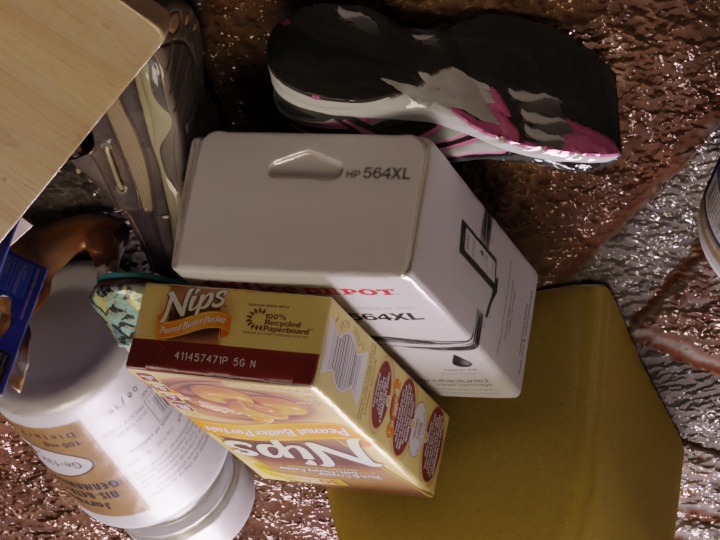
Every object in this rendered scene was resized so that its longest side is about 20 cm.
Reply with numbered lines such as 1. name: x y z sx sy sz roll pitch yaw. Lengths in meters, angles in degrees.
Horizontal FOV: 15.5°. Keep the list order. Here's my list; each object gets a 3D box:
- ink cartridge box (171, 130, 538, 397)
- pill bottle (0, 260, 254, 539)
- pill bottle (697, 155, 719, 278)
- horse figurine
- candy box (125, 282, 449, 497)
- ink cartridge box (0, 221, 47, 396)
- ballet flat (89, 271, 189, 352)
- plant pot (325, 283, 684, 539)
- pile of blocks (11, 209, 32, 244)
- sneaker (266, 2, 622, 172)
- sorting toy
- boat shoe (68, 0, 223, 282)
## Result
1. ink cartridge box: 0.000 0.000 1.492 0.145 0.085 0.200 1 160 23
2. pill bottle: -0.146 0.095 1.658 0.114 0.115 0.200 -11 139 20
3. pill bottle: 0.259 -0.073 1.403 0.115 0.116 0.200 9 142 -6
4. horse figurine: -0.239 0.020 1.586 0.199 0.133 0.050 -3 147 31
5. candy box: -0.037 0.069 1.492 0.115 0.056 0.200 5 160 24
6. ink cartridge box: -0.259 -0.027 1.440 0.200 0.120 0.042 35 123 -16
7. ballet flat: -0.093 0.046 1.564 0.074 0.075 0.200 -18 163 26
8. plant pot: 0.087 0.158 1.646 0.193 0.201 0.196 -10 140 18
9. pile of blocks: -0.283 -0.017 1.557 0.199 0.082 0.062 -23 134 31
10. sneaker: 0.046 -0.092 1.449 0.199 0.081 0.086 14 154 1
11. sorting toy: -0.223 -0.135 1.375 0.200 0.070 0.199 35 127 -13
12. boat shoe: -0.122 -0.076 1.485 0.073 0.075 0.201 9 136 13
